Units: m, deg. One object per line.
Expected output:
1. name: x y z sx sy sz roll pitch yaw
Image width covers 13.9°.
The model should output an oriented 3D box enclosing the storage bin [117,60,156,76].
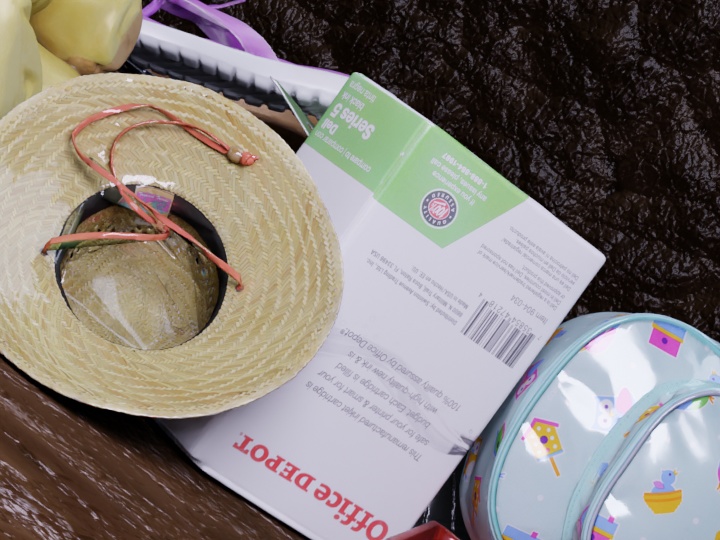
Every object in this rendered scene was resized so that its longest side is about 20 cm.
1. storage bin: -0.126 -0.039 1.672 0.200 0.094 0.135 37 17 -7

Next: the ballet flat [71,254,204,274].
1. ballet flat: -0.097 0.020 1.571 0.199 0.073 0.073 28 3 7

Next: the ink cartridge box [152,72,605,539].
1. ink cartridge box: 0.003 0.028 1.477 0.145 0.200 0.084 35 2 -37

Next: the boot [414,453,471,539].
1. boot: 0.058 0.139 1.676 0.202 0.074 0.154 7 -10 -23

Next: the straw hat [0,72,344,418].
1. straw hat: -0.106 0.010 1.408 0.201 0.201 0.085 39 -37 14

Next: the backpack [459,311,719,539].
1. backpack: 0.156 0.117 1.509 0.199 0.176 0.153 34 0 -2

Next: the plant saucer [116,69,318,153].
1. plant saucer: -0.111 -0.083 1.824 0.199 0.038 0.200 4 -18 1

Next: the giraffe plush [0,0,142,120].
1. giraffe plush: -0.215 -0.165 1.505 0.161 0.173 0.200 20 -16 22

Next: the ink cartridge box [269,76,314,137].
1. ink cartridge box: 0.000 0.000 1.645 0.201 0.048 0.146 56 2 15

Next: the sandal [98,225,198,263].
1. sandal: -0.091 -0.019 1.494 0.199 0.054 0.080 27 -29 -27

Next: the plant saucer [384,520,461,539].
1. plant saucer: 0.091 0.203 1.456 0.199 0.037 0.200 39 3 8

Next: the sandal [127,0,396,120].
1. sandal: -0.072 -0.128 1.684 0.201 0.050 0.082 18 -9 -18
